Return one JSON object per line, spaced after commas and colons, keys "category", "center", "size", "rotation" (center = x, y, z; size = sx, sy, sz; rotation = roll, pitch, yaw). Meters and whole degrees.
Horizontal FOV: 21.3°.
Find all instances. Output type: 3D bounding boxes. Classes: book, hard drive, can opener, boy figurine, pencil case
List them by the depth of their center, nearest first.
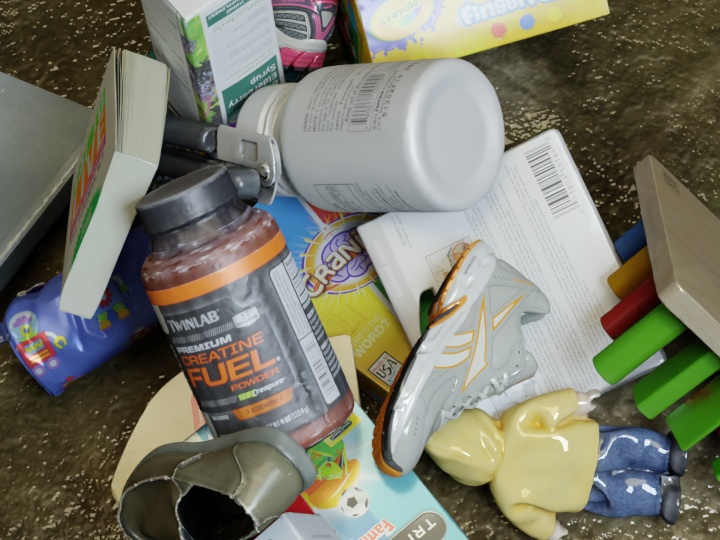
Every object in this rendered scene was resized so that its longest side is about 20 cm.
{"category": "boy figurine", "center": [0.143, 0.147, 1.437], "size": [0.199, 0.064, 0.125], "rotation": [6, 102, 2]}
{"category": "book", "center": [-0.188, -0.068, 1.447], "size": [0.048, 0.134, 0.200], "rotation": [19, 24, -15]}
{"category": "can opener", "center": [-0.133, -0.089, 1.497], "size": [0.067, 0.054, 0.199], "rotation": [-9, 16, -39]}
{"category": "pencil case", "center": [-0.188, 0.015, 1.502], "size": [0.199, 0.078, 0.087], "rotation": [-33, 80, 3]}
{"category": "hard drive", "center": [-0.308, -0.064, 1.580], "size": [0.139, 0.033, 0.200], "rotation": [23, 67, 29]}

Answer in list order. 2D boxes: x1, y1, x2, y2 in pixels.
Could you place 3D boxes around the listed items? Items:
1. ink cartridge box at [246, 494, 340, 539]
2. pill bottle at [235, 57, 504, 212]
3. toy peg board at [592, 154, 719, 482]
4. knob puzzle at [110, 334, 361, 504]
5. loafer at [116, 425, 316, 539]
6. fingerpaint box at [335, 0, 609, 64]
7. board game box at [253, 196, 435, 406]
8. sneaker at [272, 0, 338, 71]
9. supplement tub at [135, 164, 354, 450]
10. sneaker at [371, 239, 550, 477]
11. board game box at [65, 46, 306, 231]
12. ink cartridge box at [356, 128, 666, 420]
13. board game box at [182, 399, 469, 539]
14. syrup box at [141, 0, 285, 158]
{"category": "ink cartridge box", "center": [-0.087, 0.266, 1.340], "size": [0.200, 0.084, 0.176], "rotation": [-42, 73, 8]}
{"category": "pill bottle", "center": [0.002, -0.102, 1.471], "size": [0.199, 0.114, 0.115], "rotation": [2, 56, 43]}
{"category": "toy peg board", "center": [0.254, 0.049, 1.425], "size": [0.098, 0.200, 0.200], "rotation": [-40, 21, 22]}
{"category": "knob puzzle", "center": [-0.092, 0.154, 1.472], "size": [0.218, 0.030, 0.221], "rotation": [-1, 74, 5]}
{"category": "loafer", "center": [-0.115, 0.161, 1.327], "size": [0.075, 0.200, 0.070], "rotation": [49, 49, -11]}
{"category": "fingerpaint box", "center": [0.085, -0.223, 1.586], "size": [0.199, 0.167, 0.074], "rotation": [-17, 104, -6]}
{"category": "board game box", "center": [0.000, 0.000, 1.545], "size": [0.200, 0.040, 0.153], "rotation": [36, 70, 19]}
{"category": "sneaker", "center": [-0.078, -0.249, 1.634], "size": [0.080, 0.075, 0.200], "rotation": [-3, 37, -40]}
{"category": "supplement tub", "center": [-0.087, 0.030, 1.348], "size": [0.107, 0.107, 0.201], "rotation": [-27, 103, -11]}
{"category": "sneaker", "center": [0.080, 0.073, 1.407], "size": [0.092, 0.076, 0.201], "rotation": [29, 64, -1]}
{"category": "board game box", "center": [-0.148, -0.110, 1.616], "size": [0.135, 0.028, 0.201], "rotation": [24, 66, 14]}
{"category": "ink cartridge box", "center": [0.118, 0.017, 1.491], "size": [0.175, 0.045, 0.201], "rotation": [-25, 85, 7]}
{"category": "board game box", "center": [-0.034, 0.178, 1.419], "size": [0.151, 0.047, 0.200], "rotation": [-39, 74, -6]}
{"category": "syrup box", "center": [-0.116, -0.182, 1.523], "size": [0.079, 0.200, 0.082], "rotation": [-34, 63, -15]}
